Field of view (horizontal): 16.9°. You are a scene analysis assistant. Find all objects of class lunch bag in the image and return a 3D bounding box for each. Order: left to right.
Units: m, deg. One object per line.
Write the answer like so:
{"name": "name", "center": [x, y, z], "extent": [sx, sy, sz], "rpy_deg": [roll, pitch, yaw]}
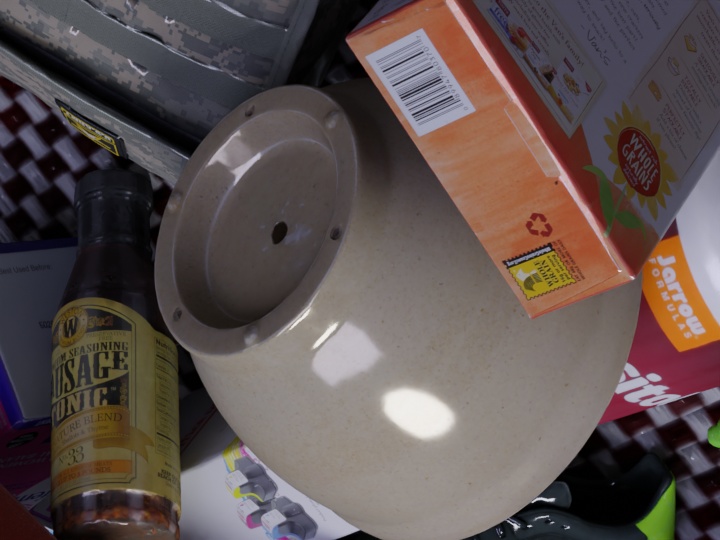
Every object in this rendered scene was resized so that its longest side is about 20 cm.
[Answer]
{"name": "lunch bag", "center": [-0.094, -0.122, 1.101], "extent": [0.164, 0.118, 0.200], "rpy_deg": [31, 138, 4]}

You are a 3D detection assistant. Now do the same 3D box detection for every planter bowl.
{"name": "planter bowl", "center": [0.000, 0.000, 1.015], "extent": [0.200, 0.201, 0.135], "rpy_deg": [-21, 146, 38]}

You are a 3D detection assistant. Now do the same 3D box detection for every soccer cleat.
{"name": "soccer cleat", "center": [0.060, 0.128, 1.173], "extent": [0.199, 0.068, 0.081], "rpy_deg": [-8, 128, -17]}

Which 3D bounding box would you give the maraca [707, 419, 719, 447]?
{"name": "maraca", "center": [0.246, 0.061, 1.041], "extent": [0.200, 0.137, 0.107], "rpy_deg": [-11, 76, 41]}

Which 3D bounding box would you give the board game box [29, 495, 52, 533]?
{"name": "board game box", "center": [-0.167, 0.195, 1.421], "extent": [0.199, 0.034, 0.135], "rpy_deg": [23, 130, 15]}

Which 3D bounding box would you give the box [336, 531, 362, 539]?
{"name": "box", "center": [0.035, 0.221, 1.214], "extent": [0.196, 0.200, 0.118], "rpy_deg": [20, 129, 16]}

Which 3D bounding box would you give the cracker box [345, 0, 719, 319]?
{"name": "cracker box", "center": [0.089, -0.093, 0.968], "extent": [0.058, 0.200, 0.134], "rpy_deg": [-22, 108, 39]}

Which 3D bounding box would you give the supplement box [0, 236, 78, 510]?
{"name": "supplement box", "center": [-0.211, 0.075, 1.293], "extent": [0.200, 0.101, 0.104], "rpy_deg": [-37, 70, 40]}

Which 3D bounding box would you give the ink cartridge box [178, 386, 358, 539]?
{"name": "ink cartridge box", "center": [-0.031, 0.087, 1.216], "extent": [0.200, 0.115, 0.068], "rpy_deg": [-25, 106, 40]}

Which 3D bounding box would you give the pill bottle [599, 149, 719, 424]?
{"name": "pill bottle", "center": [0.140, -0.003, 1.059], "extent": [0.200, 0.113, 0.113], "rpy_deg": [-22, 109, 38]}

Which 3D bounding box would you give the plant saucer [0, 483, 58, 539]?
{"name": "plant saucer", "center": [-0.162, 0.168, 1.190], "extent": [0.200, 0.037, 0.200], "rpy_deg": [40, 156, 31]}

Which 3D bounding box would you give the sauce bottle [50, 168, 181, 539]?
{"name": "sauce bottle", "center": [-0.122, 0.045, 1.195], "extent": [0.066, 0.201, 0.066], "rpy_deg": [-4, 150, -3]}
